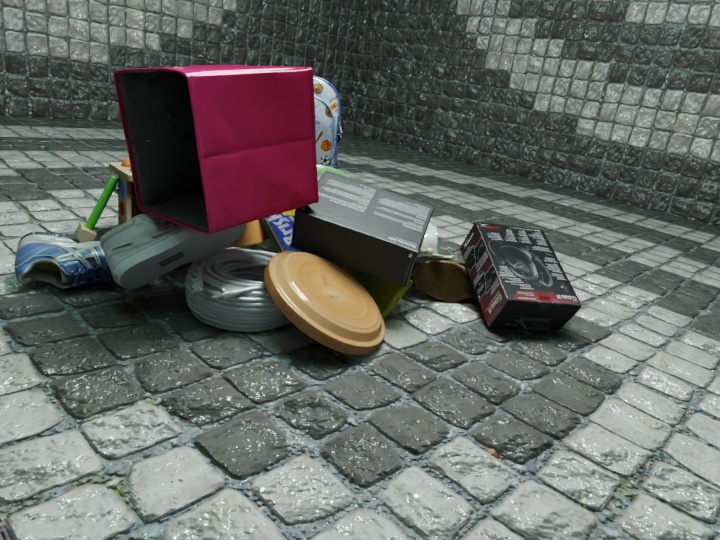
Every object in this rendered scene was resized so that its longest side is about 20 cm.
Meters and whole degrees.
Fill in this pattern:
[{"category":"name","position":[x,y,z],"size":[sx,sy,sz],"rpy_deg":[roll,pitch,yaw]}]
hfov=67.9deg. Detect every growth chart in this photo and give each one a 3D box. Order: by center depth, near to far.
[{"category":"growth chart","position":[0.113,-0.024,1.035],"size":[0.143,0.018,0.200],"rpy_deg":[-1,-4,26]}]

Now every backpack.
[{"category":"backpack","position":[-0.124,-0.292,1.064],"size":[0.198,0.193,0.154],"rpy_deg":[3,8,-15]}]

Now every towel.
[{"category":"towel","position":[0.000,0.000,0.915],"size":[0.200,0.086,0.018],"rpy_deg":[41,5,42]}]

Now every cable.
[{"category":"cable","position":[-0.168,0.025,0.828],"size":[0.198,0.070,0.200],"rpy_deg":[1,20,-23]}]

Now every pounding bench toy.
[{"category":"pounding bench toy","position":[-0.434,-0.133,1.014],"size":[0.199,0.158,0.124],"rpy_deg":[-8,24,-39]}]

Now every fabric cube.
[{"category":"fabric cube","position":[-0.197,-0.186,0.763],"size":[0.195,0.202,0.198],"rpy_deg":[19,30,40]}]

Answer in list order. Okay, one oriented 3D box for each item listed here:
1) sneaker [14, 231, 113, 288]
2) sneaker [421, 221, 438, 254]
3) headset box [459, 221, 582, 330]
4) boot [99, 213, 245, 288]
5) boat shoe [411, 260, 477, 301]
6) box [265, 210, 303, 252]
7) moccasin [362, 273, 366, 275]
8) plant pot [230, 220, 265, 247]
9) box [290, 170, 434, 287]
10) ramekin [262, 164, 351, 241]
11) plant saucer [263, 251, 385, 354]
[{"category":"sneaker","position":[-0.418,-0.003,0.818],"size":[0.198,0.076,0.077],"rpy_deg":[3,42,-15]},{"category":"sneaker","position":[0.118,-0.072,1.180],"size":[0.080,0.077,0.200],"rpy_deg":[-2,5,-2]},{"category":"headset box","position":[0.277,0.016,0.933],"size":[0.147,0.078,0.201],"rpy_deg":[4,49,-18]},{"category":"boot","position":[-0.276,-0.057,0.783],"size":[0.199,0.074,0.096],"rpy_deg":[-27,62,-24]},{"category":"boat shoe","position":[0.183,0.017,1.012],"size":[0.198,0.073,0.072],"rpy_deg":[4,8,-17]},{"category":"box","position":[-0.128,-0.100,0.956],"size":[0.201,0.064,0.070],"rpy_deg":[60,15,15]},{"category":"moccasin","position":[-0.020,-0.013,1.011],"size":[0.068,0.081,0.200],"rpy_deg":[-1,35,-38]},{"category":"plant pot","position":[-0.277,-0.109,0.960],"size":[0.198,0.142,0.200],"rpy_deg":[-6,5,1]},{"category":"box","position":[0.005,-0.072,0.871],"size":[0.198,0.079,0.142],"rpy_deg":[20,38,6]},{"category":"ramekin","position":[-0.108,-0.123,1.091],"size":[0.197,0.099,0.200],"rpy_deg":[-1,-21,0]},{"category":"plant saucer","position":[-0.045,0.038,0.773],"size":[0.199,0.032,0.201],"rpy_deg":[32,22,-14]}]
